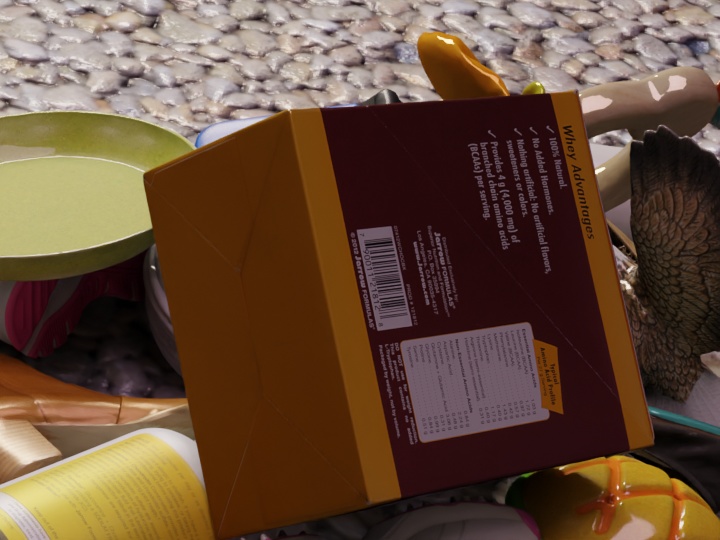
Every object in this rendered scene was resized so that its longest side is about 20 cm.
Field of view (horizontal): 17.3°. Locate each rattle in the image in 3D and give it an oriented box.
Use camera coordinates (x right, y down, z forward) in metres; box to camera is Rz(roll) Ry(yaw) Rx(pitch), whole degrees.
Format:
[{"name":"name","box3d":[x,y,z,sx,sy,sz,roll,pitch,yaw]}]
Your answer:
[{"name":"rattle","box3d":[0.159,-0.117,1.478,0.200,0.130,0.143,-29,46,6]}]

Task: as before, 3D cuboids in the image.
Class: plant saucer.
[{"name":"plant saucer","box3d":[-0.192,-0.042,1.416,0.200,0.031,0.200,-1,28,0]}]

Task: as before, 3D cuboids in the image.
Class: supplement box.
[{"name":"supplement box","box3d":[0.021,0.020,1.231,0.200,0.133,0.198,-7,82,-40]}]

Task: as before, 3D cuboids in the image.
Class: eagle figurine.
[{"name":"eagle figurine","box3d":[0.166,0.015,1.439,0.151,0.200,0.152,17,76,23]}]

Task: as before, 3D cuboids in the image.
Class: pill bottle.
[{"name":"pill bottle","box3d":[-0.130,0.148,1.237,0.200,0.112,0.112,-20,46,-36]}]

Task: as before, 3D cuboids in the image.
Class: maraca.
[{"name":"maraca","box3d":[0.163,0.176,1.290,0.200,0.107,0.137,41,27,21]}]

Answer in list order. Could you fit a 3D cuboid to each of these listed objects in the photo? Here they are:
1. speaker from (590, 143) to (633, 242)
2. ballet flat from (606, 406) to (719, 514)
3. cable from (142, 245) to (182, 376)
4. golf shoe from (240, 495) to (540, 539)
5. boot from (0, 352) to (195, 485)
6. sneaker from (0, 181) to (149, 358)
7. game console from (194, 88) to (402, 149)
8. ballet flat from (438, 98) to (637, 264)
[{"name":"speaker","box3d":[0.168,-0.047,1.619,0.200,0.081,0.081,7,36,-7]},{"name":"ballet flat","box3d":[0.146,0.097,1.382,0.200,0.069,0.068,26,-4,-23]},{"name":"cable","box3d":[-0.039,0.020,1.478,0.200,0.069,0.200,24,37,13]},{"name":"golf shoe","box3d":[0.009,0.174,1.206,0.200,0.075,0.092,-10,60,-23]},{"name":"boot","box3d":[-0.160,0.083,1.361,0.201,0.071,0.144,-4,25,-38]},{"name":"sneaker","box3d":[-0.189,-0.016,1.472,0.088,0.082,0.200,14,24,25]},{"name":"game console","box3d":[0.000,0.000,1.430,0.171,0.118,0.200,38,34,-39]},{"name":"ballet flat","box3d":[0.122,-0.041,1.542,0.200,0.069,0.063,40,3,-9]}]
